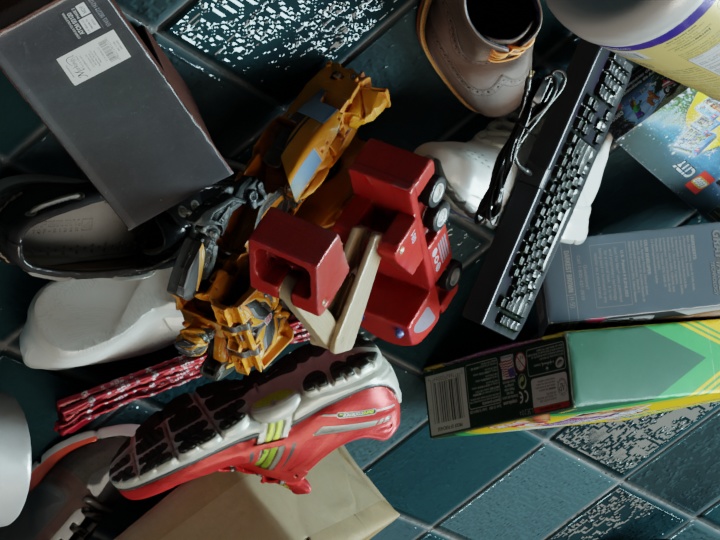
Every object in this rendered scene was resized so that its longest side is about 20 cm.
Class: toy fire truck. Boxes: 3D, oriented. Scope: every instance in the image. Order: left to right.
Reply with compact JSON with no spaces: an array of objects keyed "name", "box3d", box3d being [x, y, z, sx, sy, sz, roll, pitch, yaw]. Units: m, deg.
[{"name":"toy fire truck","box3d":[0.000,0.000,1.566,0.141,0.049,0.200,-56,154,-26]}]

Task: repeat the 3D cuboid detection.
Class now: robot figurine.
[{"name":"robot figurine","box3d":[-0.048,-0.024,1.578,0.200,0.058,0.145,-57,153,-24]}]

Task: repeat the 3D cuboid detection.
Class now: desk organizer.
[{"name":"desk organizer","box3d":[-0.151,-0.116,1.461,0.072,0.077,0.200,-28,145,4]}]

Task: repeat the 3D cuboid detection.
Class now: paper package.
[{"name":"paper package","box3d":[-0.100,0.205,1.822,0.200,0.103,0.191,-40,172,19]}]

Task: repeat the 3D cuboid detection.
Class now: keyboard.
[{"name":"keyboard","box3d":[0.115,-0.057,1.626,0.127,0.021,0.200,24,88,-59]}]

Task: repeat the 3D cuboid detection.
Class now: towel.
[{"name":"towel","box3d":[-0.110,0.066,1.704,0.200,0.023,0.145,-20,179,-6]}]

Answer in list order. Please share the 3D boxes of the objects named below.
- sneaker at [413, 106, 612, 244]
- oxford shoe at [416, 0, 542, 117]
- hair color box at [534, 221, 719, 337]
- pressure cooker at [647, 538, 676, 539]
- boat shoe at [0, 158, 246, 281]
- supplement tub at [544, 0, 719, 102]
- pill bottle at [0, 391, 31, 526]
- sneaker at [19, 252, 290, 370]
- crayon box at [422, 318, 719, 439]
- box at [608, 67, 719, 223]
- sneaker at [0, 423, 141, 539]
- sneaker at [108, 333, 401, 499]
[{"name":"sneaker","box3d":[0.096,-0.072,1.671,0.200,0.074,0.087,3,113,-59]},{"name":"oxford shoe","box3d":[0.076,-0.148,1.562,0.071,0.073,0.200,-24,145,-4]},{"name":"hair color box","box3d":[0.222,0.005,1.785,0.200,0.061,0.099,-7,172,0]},{"name":"pressure cooker","box3d":[0.267,0.341,2.205,0.176,0.179,0.200,10,156,23]},{"name":"boat shoe","box3d":[-0.135,-0.029,1.580,0.200,0.060,0.074,0,110,-31]},{"name":"supplement tub","box3d":[0.216,-0.181,1.545,0.200,0.145,0.145,18,126,-44]},{"name":"pill bottle","box3d":[-0.317,0.120,1.628,0.200,0.114,0.114,2,136,-33]},{"name":"sneaker","box3d":[-0.129,0.021,1.671,0.200,0.075,0.088,-13,163,-23]},{"name":"crayon box","box3d":[0.169,0.078,1.839,0.172,0.058,0.200,-2,172,-28]},{"name":"box","box3d":[0.266,-0.103,1.767,0.137,0.038,0.200,-36,144,16]},{"name":"sneaker","box3d":[-0.212,0.183,1.799,0.200,0.082,0.077,-32,144,10]},{"name":"sneaker","box3d":[-0.066,0.116,1.683,0.200,0.077,0.085,-21,116,4]}]
